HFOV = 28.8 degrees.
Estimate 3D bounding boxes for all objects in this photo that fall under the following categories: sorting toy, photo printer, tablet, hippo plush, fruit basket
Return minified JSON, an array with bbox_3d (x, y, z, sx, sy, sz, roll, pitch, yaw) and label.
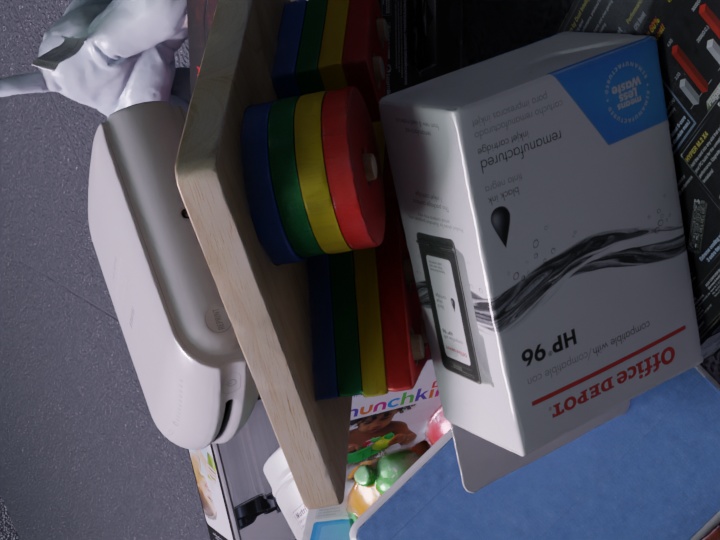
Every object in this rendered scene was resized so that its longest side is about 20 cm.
[{"bbox_3d":[-0.011,-0.030,0.671,0.200,0.069,0.201,-85,-18,-50],"label":"sorting toy"},{"bbox_3d":[-0.122,0.015,0.932,0.167,0.069,0.202,117,134,-62],"label":"photo printer"},{"bbox_3d":[0.105,0.117,0.732,0.130,0.200,0.014,46,178,12],"label":"tablet"},{"bbox_3d":[-0.156,-0.145,1.085,0.158,0.201,0.162,-14,121,33],"label":"hippo plush"},{"bbox_3d":[0.060,0.110,0.829,0.201,0.183,0.094,107,146,-53],"label":"fruit basket"}]

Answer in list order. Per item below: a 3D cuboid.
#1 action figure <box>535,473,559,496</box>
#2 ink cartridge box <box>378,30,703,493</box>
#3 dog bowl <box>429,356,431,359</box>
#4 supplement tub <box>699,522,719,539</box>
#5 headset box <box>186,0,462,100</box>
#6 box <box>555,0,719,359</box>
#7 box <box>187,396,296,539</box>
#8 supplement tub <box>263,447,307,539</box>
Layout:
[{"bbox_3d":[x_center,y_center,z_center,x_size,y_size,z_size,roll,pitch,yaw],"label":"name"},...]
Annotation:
[{"bbox_3d":[0.143,0.146,0.779,0.200,0.052,0.066,48,-162,-12],"label":"action figure"},{"bbox_3d":[0.090,0.003,0.650,0.068,0.115,0.202,19,127,58],"label":"ink cartridge box"},{"bbox_3d":[0.000,0.000,0.907,0.199,0.058,0.203,-10,76,47],"label":"dog bowl"},{"bbox_3d":[0.236,0.212,0.665,0.200,0.106,0.108,44,145,38],"label":"supplement tub"},{"bbox_3d":[-0.019,-0.149,0.833,0.199,0.077,0.151,12,107,49],"label":"headset box"},{"bbox_3d":[0.153,-0.062,0.668,0.158,0.049,0.201,57,152,21],"label":"box"},{"bbox_3d":[-0.087,0.141,1.208,0.060,0.116,0.202,21,127,52],"label":"box"},{"bbox_3d":[0.030,0.199,1.014,0.201,0.131,0.132,60,153,16],"label":"supplement tub"}]
